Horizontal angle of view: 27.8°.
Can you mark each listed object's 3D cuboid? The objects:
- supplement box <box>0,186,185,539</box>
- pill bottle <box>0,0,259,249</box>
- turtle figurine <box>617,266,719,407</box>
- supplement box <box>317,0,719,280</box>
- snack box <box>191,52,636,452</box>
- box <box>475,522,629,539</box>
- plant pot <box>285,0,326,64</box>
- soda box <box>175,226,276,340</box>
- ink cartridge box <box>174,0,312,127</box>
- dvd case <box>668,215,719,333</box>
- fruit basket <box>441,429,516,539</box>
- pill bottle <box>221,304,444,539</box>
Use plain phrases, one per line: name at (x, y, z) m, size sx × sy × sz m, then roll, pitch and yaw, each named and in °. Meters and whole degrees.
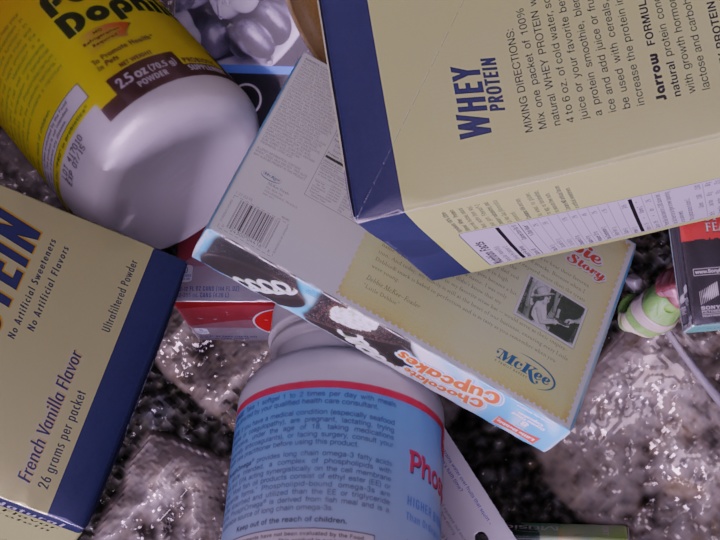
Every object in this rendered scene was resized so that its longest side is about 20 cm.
supplement box at (-0.214, 0.044, 0.739) m, size 0.198 × 0.200 × 0.135 m, roll 22°, pitch 70°, yaw -8°
pill bottle at (-0.149, -0.110, 0.778) m, size 0.109 × 0.109 × 0.200 m, roll -48°, pitch 62°, yaw 9°
turtle figurine at (0.195, -0.032, 0.784) m, size 0.144 × 0.199 × 0.195 m, roll -37°, pitch 69°, yaw 31°
supplement box at (0.091, -0.120, 0.609) m, size 0.198 × 0.134 × 0.202 m, roll -13°, pitch 76°, yaw 13°
snack box at (0.031, -0.010, 0.719) m, size 0.199 × 0.037 × 0.117 m, roll 29°, pitch 60°, yaw -5°
box at (0.056, 0.219, 0.844) m, size 0.198 × 0.036 × 0.146 m, roll 0°, pitch 96°, yaw 7°
plant pot at (0.057, -0.165, 0.730) m, size 0.198 × 0.028 × 0.202 m, roll 3°, pitch 116°, yaw 6°
soda box at (0.000, 0.000, 0.805) m, size 0.198 × 0.070 × 0.064 m, roll 0°, pitch 69°, yaw 7°
ink cartridge box at (-0.007, -0.136, 0.815) m, size 0.198 × 0.043 × 0.200 m, roll 2°, pitch 94°, yaw 7°
dvd case at (0.207, -0.076, 0.672) m, size 0.144 × 0.022 × 0.202 m, roll -5°, pitch 78°, yaw -3°
fruit basket at (0.006, 0.206, 0.786) m, size 0.199 × 0.094 × 0.186 m, roll -33°, pitch 73°, yaw -5°
pill bottle at (-0.013, 0.110, 0.724) m, size 0.108 × 0.109 × 0.202 m, roll 0°, pitch 60°, yaw 7°
